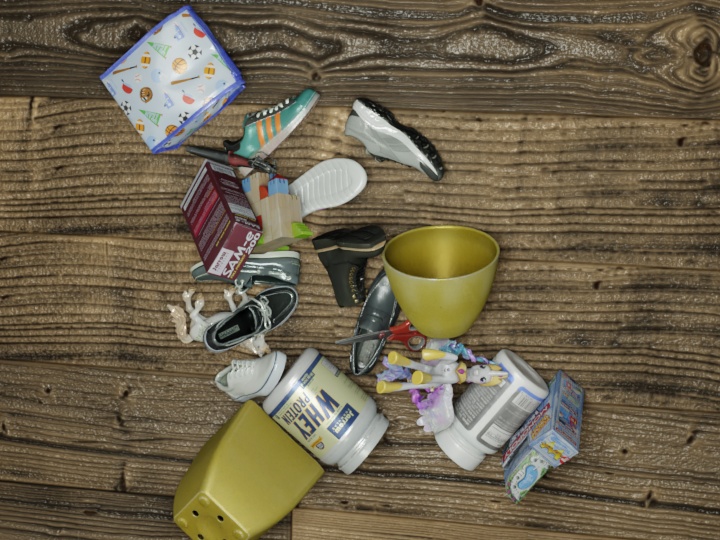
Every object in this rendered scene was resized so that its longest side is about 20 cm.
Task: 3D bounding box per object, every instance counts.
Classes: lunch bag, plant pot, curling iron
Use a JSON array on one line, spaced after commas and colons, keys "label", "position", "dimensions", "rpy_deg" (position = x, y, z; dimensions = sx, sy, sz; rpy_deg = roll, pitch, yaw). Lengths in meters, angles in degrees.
[{"label": "lunch bag", "position": [-0.315, -0.330, 1.614], "dimensions": [0.199, 0.124, 0.171], "rpy_deg": [-37, 93, 21]}, {"label": "plant pot", "position": [0.139, 0.030, 1.592], "dimensions": [0.197, 0.201, 0.144], "rpy_deg": [-1, 117, 8]}, {"label": "plant pot", "position": [-0.220, 0.399, 1.669], "dimensions": [0.195, 0.200, 0.194], "rpy_deg": [43, 125, -2]}, {"label": "curling iron", "position": [-0.224, -0.199, 1.618], "dimensions": [0.198, 0.050, 0.026], "rpy_deg": [16, 70, 32]}]

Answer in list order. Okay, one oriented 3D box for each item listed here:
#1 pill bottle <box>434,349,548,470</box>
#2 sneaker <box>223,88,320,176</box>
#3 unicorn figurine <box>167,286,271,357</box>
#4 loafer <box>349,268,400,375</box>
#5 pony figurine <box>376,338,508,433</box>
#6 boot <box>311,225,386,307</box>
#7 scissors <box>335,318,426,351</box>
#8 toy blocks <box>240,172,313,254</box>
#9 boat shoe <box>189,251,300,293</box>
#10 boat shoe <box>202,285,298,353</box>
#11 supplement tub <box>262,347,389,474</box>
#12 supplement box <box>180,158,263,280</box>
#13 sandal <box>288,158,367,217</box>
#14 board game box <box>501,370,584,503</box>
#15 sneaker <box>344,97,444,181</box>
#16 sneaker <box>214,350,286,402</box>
[{"label": "pill bottle", "position": [0.228, 0.249, 1.648], "dimensions": [0.113, 0.114, 0.201], "rpy_deg": [40, 104, -1]}, {"label": "sneaker", "position": [-0.159, -0.257, 1.629], "dimensions": [0.200, 0.071, 0.080], "rpy_deg": [-41, 97, 15]}, {"label": "unicorn figurine", "position": [-0.245, 0.095, 1.710], "dimensions": [0.197, 0.074, 0.140], "rpy_deg": [-3, 109, 6]}, {"label": "loafer", "position": [0.028, 0.095, 1.669], "dimensions": [0.067, 0.070, 0.203], "rpy_deg": [19, 103, 5]}, {"label": "pony figurine", "position": [0.127, 0.182, 1.580], "dimensions": [0.192, 0.198, 0.169], "rpy_deg": [-23, 64, 51]}, {"label": "boot", "position": [0.000, 0.000, 1.613], "dimensions": [0.077, 0.199, 0.140], "rpy_deg": [-23, 103, -24]}, {"label": "scissors", "position": [0.048, 0.105, 1.640], "dimensions": [0.198, 0.014, 0.074], "rpy_deg": [8, 118, -33]}, {"label": "toy blocks", "position": [-0.169, -0.106, 1.630], "dimensions": [0.199, 0.099, 0.139], "rpy_deg": [-17, 75, 47]}, {"label": "boat shoe", "position": [-0.203, 0.007, 1.658], "dimensions": [0.197, 0.073, 0.063], "rpy_deg": [-6, 77, -5]}, {"label": "boat shoe", "position": [-0.186, 0.079, 1.648], "dimensions": [0.197, 0.068, 0.074], "rpy_deg": [-24, 89, -29]}, {"label": "supplement tub", "position": [-0.061, 0.253, 1.674], "dimensions": [0.199, 0.145, 0.145], "rpy_deg": [40, 104, -1]}, {"label": "supplement box", "position": [-0.241, -0.090, 1.604], "dimensions": [0.060, 0.201, 0.109], "rpy_deg": [16, 120, -35]}, {"label": "sandal", "position": [-0.074, -0.141, 1.654], "dimensions": [0.200, 0.050, 0.084], "rpy_deg": [-20, 82, 24]}, {"label": "board game box", "position": [0.308, 0.291, 1.599], "dimensions": [0.061, 0.200, 0.201], "rpy_deg": [38, 103, -1]}, {"label": "sneaker", "position": [0.060, -0.214, 1.612], "dimensions": [0.199, 0.074, 0.080], "rpy_deg": [37, 113, 6]}, {"label": "sneaker", "position": [-0.201, 0.188, 1.671], "dimensions": [0.070, 0.074, 0.199], "rpy_deg": [25, 144, -23]}]
